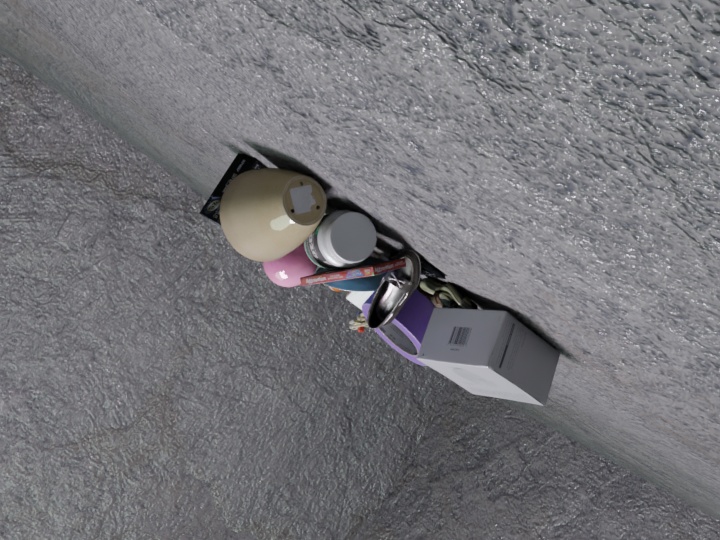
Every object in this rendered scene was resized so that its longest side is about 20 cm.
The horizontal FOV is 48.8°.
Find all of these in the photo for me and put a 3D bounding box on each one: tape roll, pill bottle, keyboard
[{"bbox_3d":[0.103,0.114,1.773,0.199,0.085,0.200,38,163,14],"label":"tape roll"},{"bbox_3d":[-0.040,-0.061,1.581,0.112,0.114,0.200,34,170,-13],"label":"pill bottle"},{"bbox_3d":[0.101,-0.004,1.676,0.103,0.040,0.200,34,173,-14],"label":"keyboard"}]

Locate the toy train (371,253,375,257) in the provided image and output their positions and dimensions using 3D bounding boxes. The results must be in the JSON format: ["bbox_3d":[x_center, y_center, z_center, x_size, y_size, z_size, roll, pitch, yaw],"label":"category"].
[{"bbox_3d":[-0.006,-0.008,1.957,0.149,0.056,0.201,-3,130,42],"label":"toy train"}]

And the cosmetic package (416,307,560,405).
[{"bbox_3d":[0.261,0.172,1.614,0.199,0.124,0.198,36,158,-35],"label":"cosmetic package"}]

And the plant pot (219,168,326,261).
[{"bbox_3d":[-0.152,-0.120,1.533,0.186,0.189,0.199,35,160,-23],"label":"plant pot"}]

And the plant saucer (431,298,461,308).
[{"bbox_3d":[0.244,0.127,1.828,0.201,0.039,0.201,44,-173,-7],"label":"plant saucer"}]

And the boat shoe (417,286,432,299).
[{"bbox_3d":[0.146,0.076,1.973,0.199,0.073,0.067,31,171,-39],"label":"boat shoe"}]

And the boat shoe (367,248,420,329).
[{"bbox_3d":[0.066,0.045,1.606,0.067,0.057,0.201,36,131,13],"label":"boat shoe"}]

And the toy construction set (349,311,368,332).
[{"bbox_3d":[0.009,0.059,2.083,0.129,0.203,0.092,-8,173,17],"label":"toy construction set"}]

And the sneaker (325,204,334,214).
[{"bbox_3d":[-0.086,-0.095,1.709,0.199,0.088,0.076,37,175,-19],"label":"sneaker"}]

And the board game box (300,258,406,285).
[{"bbox_3d":[-0.017,0.003,1.573,0.198,0.020,0.102,-9,-175,42],"label":"board game box"}]

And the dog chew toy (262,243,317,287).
[{"bbox_3d":[-0.171,-0.068,1.726,0.124,0.123,0.202,21,135,65],"label":"dog chew toy"}]

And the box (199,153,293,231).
[{"bbox_3d":[-0.231,-0.136,1.783,0.086,0.165,0.200,25,171,47],"label":"box"}]

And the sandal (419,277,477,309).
[{"bbox_3d":[0.184,0.065,1.696,0.079,0.058,0.201,35,174,-22],"label":"sandal"}]

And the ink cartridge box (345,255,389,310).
[{"bbox_3d":[0.085,0.071,1.900,0.199,0.048,0.160,35,137,-11],"label":"ink cartridge box"}]

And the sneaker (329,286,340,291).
[{"bbox_3d":[-0.040,-0.013,1.874,0.076,0.074,0.201,16,144,10],"label":"sneaker"}]

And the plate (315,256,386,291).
[{"bbox_3d":[0.000,0.000,1.732,0.197,0.026,0.201,2,-161,-1],"label":"plate"}]
